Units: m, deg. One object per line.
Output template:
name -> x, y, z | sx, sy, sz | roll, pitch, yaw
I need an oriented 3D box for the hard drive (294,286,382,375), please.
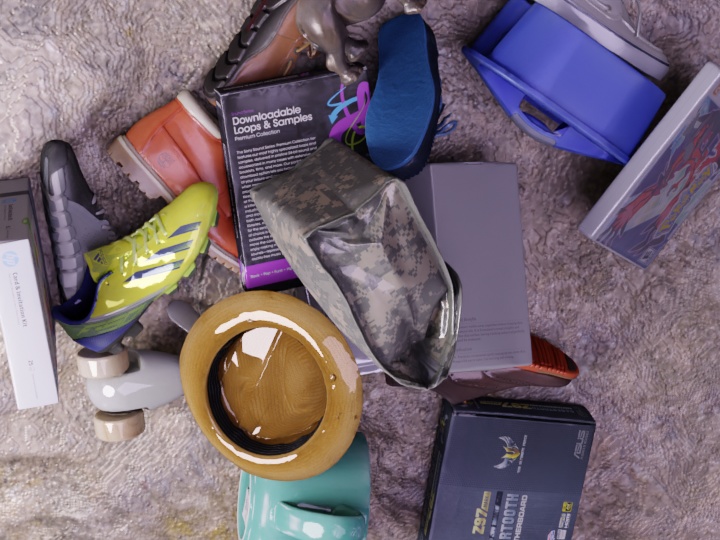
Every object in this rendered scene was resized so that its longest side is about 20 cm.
hard drive -> 0.000, 0.000, 1.757 | 0.132, 0.025, 0.200 | -9, 92, -8

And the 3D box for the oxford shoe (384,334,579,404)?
oxford shoe -> 0.121, 0.099, 1.830 | 0.200, 0.071, 0.073 | 10, 115, -6

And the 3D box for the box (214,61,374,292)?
box -> -0.053, -0.085, 1.681 | 0.143, 0.036, 0.200 | -12, 112, -15

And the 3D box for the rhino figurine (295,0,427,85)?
rhino figurine -> 0.021, -0.269, 1.619 | 0.087, 0.060, 0.200 | 42, 91, -26

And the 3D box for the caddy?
caddy -> 0.188, -0.172, 1.708 | 0.200, 0.141, 0.105 | 33, 94, -19

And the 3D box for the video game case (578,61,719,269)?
video game case -> 0.308, -0.097, 1.757 | 0.200, 0.023, 0.182 | -52, 154, 9

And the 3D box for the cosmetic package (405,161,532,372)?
cosmetic package -> 0.094, -0.003, 1.726 | 0.113, 0.081, 0.200 | 0, 84, -36

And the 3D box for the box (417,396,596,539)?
box -> 0.149, 0.233, 1.884 | 0.157, 0.051, 0.200 | 6, 107, -12

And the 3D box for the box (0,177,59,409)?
box -> -0.307, 0.016, 1.640 | 0.041, 0.200, 0.156 | -9, 109, -6

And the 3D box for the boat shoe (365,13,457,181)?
boat shoe -> 0.055, -0.155, 1.663 | 0.084, 0.200, 0.069 | -9, 138, 25

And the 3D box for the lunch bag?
lunch bag -> 0.009, 0.001, 1.620 | 0.118, 0.164, 0.200 | -33, 115, -9

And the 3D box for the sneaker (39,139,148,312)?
sneaker -> -0.238, -0.040, 1.711 | 0.115, 0.075, 0.200 | -11, 120, -13

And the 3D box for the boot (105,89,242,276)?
boot -> -0.135, -0.078, 1.714 | 0.107, 0.075, 0.200 | -43, 110, 0

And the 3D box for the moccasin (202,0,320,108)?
moccasin -> -0.062, -0.223, 1.678 | 0.078, 0.074, 0.201 | 29, 97, -33

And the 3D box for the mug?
mug -> -0.057, 0.224, 1.774 | 0.114, 0.152, 0.185 | 5, 151, -10

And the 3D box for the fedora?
fedora -> -0.074, 0.100, 1.701 | 0.200, 0.082, 0.201 | 10, 115, 22

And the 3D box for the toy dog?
toy dog -> -0.192, 0.097, 1.765 | 0.200, 0.096, 0.132 | 6, 105, -29

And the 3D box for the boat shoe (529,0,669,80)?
boat shoe -> 0.228, -0.266, 1.726 | 0.202, 0.075, 0.086 | 33, 97, -10

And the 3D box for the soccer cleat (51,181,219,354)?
soccer cleat -> -0.206, -0.008, 1.654 | 0.084, 0.065, 0.200 | 33, 108, -25
